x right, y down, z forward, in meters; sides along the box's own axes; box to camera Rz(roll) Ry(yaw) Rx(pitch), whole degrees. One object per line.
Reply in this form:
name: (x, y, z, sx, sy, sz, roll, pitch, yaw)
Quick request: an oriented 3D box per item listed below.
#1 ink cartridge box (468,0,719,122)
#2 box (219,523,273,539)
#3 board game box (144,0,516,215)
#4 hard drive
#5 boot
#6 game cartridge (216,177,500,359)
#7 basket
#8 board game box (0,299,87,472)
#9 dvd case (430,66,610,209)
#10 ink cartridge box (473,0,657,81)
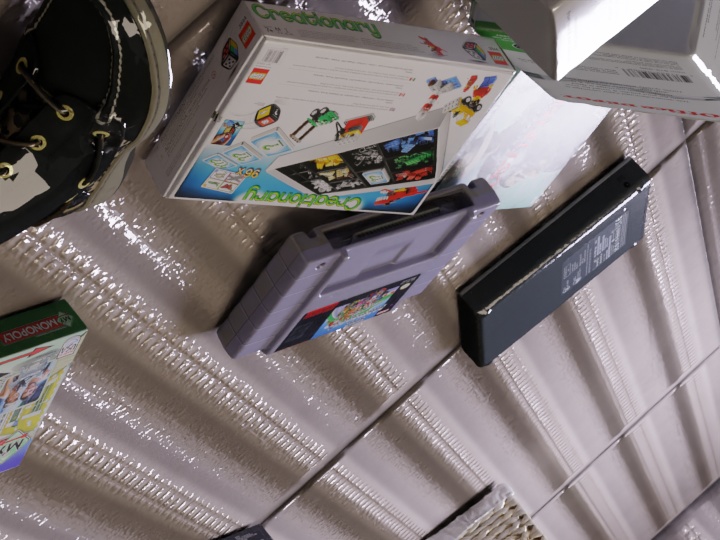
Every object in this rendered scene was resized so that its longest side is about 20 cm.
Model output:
ink cartridge box: (0.172, -0.161, 1.301, 0.200, 0.146, 0.084, 23, 77, -69)
box: (-0.175, 0.316, 1.785, 0.200, 0.049, 0.161, -16, 149, -50)
board game box: (-0.016, -0.092, 1.198, 0.199, 0.035, 0.126, 3, 135, -42)
hard drive: (0.173, -0.004, 1.803, 0.200, 0.033, 0.140, -39, 160, -11)
boot: (-0.177, -0.060, 0.965, 0.153, 0.074, 0.204, -31, 167, -28)
game cartridge: (0.000, 0.000, 1.457, 0.199, 0.038, 0.130, -19, 153, -42)
basket: (0.138, 0.389, 2.355, 0.200, 0.161, 0.198, -35, 160, -14)
board game box: (-0.265, 0.094, 1.196, 0.199, 0.029, 0.135, -20, 149, -47)
dvd case: (0.120, -0.102, 1.524, 0.146, 0.022, 0.200, -52, 157, 23)
ink cartridge box: (0.134, -0.227, 1.116, 0.200, 0.146, 0.084, -39, 159, -10)
